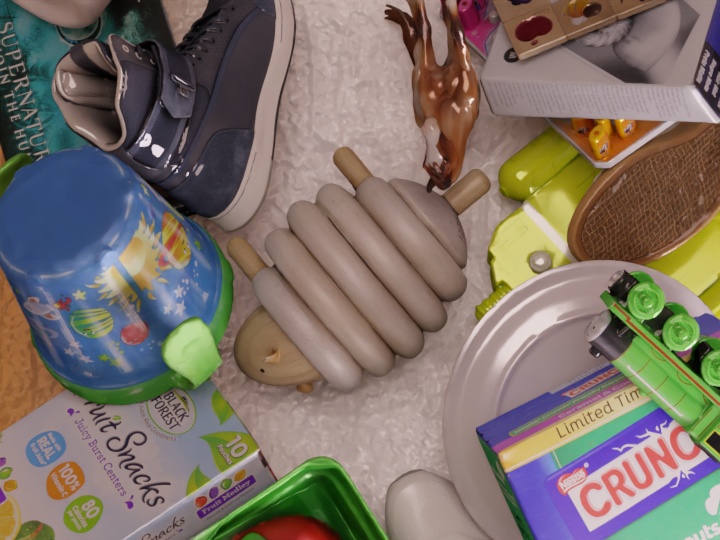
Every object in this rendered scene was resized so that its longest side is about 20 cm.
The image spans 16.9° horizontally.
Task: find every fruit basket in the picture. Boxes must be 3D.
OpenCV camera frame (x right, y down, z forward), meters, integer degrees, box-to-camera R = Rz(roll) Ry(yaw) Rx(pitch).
[{"bbox_3d":[-0.028,0.230,1.434,0.155,0.216,0.216,-33,76,-8],"label":"fruit basket"}]

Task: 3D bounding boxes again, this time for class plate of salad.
[{"bbox_3d":[0.146,0.091,1.534,0.199,0.048,0.201,-2,100,-11],"label":"plate of salad"}]

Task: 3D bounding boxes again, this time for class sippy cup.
[{"bbox_3d":[-0.162,-0.005,1.501,0.177,0.130,0.140,3,62,21],"label":"sippy cup"}]

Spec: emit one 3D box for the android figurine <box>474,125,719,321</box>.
[{"bbox_3d":[0.166,-0.014,1.590,0.200,0.041,0.182,-38,77,-10],"label":"android figurine"}]

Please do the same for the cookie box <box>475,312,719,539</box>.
[{"bbox_3d":[0.188,0.155,1.487,0.170,0.075,0.201,-26,100,-6],"label":"cookie box"}]

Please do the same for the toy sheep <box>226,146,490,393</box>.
[{"bbox_3d":[0.000,0.000,1.545,0.200,0.138,0.138,-43,77,4],"label":"toy sheep"}]

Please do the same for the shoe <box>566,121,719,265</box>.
[{"bbox_3d":[0.212,-0.068,1.566,0.200,0.053,0.070,-39,96,-10],"label":"shoe"}]

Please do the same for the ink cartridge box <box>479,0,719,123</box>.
[{"bbox_3d":[0.196,-0.180,1.544,0.199,0.041,0.200,4,55,24],"label":"ink cartridge box"}]

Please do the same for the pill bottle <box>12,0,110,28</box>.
[{"bbox_3d":[-0.170,-0.270,1.602,0.114,0.114,0.201,30,73,9],"label":"pill bottle"}]

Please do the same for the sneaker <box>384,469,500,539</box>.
[{"bbox_3d":[0.076,0.210,1.510,0.070,0.080,0.201,-27,74,-4],"label":"sneaker"}]

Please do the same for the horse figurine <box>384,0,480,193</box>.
[{"bbox_3d":[0.050,-0.130,1.562,0.050,0.200,0.133,-10,100,-1],"label":"horse figurine"}]

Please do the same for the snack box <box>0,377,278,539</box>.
[{"bbox_3d":[-0.167,0.139,1.517,0.199,0.053,0.142,-33,46,-7],"label":"snack box"}]

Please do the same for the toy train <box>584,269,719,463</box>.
[{"bbox_3d":[0.210,0.078,1.426,0.200,0.042,0.056,41,97,-12],"label":"toy train"}]

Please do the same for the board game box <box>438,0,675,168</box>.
[{"bbox_3d":[0.179,-0.182,1.597,0.200,0.026,0.200,-35,50,-8],"label":"board game box"}]

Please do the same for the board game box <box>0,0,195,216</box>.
[{"bbox_3d":[-0.182,-0.119,1.632,0.135,0.028,0.201,-18,75,-3],"label":"board game box"}]

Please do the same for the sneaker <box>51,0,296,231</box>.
[{"bbox_3d":[-0.121,-0.142,1.567,0.146,0.077,0.203,25,53,-32],"label":"sneaker"}]

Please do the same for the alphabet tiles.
[{"bbox_3d":[0.170,-0.226,1.559,0.199,0.008,0.168,-21,47,2],"label":"alphabet tiles"}]
